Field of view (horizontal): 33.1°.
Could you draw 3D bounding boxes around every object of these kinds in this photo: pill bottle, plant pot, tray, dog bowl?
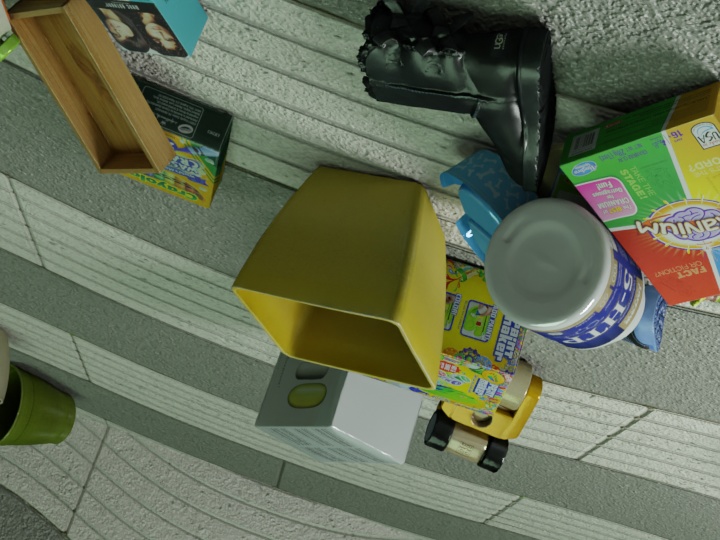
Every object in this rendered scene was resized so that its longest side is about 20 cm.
[{"bbox_3d":[0.206,0.012,1.161,0.118,0.122,0.199,7,173,29],"label":"pill bottle"},{"bbox_3d":[0.000,0.000,1.371,0.197,0.179,0.200,11,157,21],"label":"plant pot"},{"bbox_3d":[-0.277,-0.191,1.255,0.098,0.037,0.202,4,133,38],"label":"tray"},{"bbox_3d":[0.145,-0.051,1.243,0.111,0.050,0.200,43,171,29],"label":"dog bowl"},{"bbox_3d":[-0.818,0.349,3.004,0.198,0.204,0.192,0,164,42],"label":"plant pot"}]

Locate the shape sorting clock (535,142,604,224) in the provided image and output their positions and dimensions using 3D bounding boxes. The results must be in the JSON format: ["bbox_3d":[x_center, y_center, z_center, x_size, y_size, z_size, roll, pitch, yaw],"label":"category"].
[{"bbox_3d":[0.252,-0.067,1.170,0.197,0.040,0.200,18,161,6],"label":"shape sorting clock"}]

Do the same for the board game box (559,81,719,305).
[{"bbox_3d":[0.291,-0.060,1.063,0.152,0.041,0.200,-17,129,41],"label":"board game box"}]

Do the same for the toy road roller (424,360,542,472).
[{"bbox_3d":[0.179,0.183,1.795,0.121,0.147,0.202,21,122,-5],"label":"toy road roller"}]

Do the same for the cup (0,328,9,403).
[{"bbox_3d":[-0.849,0.187,2.656,0.197,0.145,0.201,17,159,7],"label":"cup"}]

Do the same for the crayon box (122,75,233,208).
[{"bbox_3d":[-0.219,-0.138,1.403,0.124,0.052,0.200,21,160,-3],"label":"crayon box"}]

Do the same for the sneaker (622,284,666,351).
[{"bbox_3d":[0.293,0.049,1.328,0.077,0.071,0.200,9,175,15],"label":"sneaker"}]

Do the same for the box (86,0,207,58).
[{"bbox_3d":[-0.214,-0.269,1.071,0.081,0.050,0.200,11,157,23],"label":"box"}]

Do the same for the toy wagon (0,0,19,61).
[{"bbox_3d":[-0.404,-0.274,1.201,0.155,0.040,0.199,48,149,-20],"label":"toy wagon"}]

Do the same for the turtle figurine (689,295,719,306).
[{"bbox_3d":[0.433,0.044,1.251,0.160,0.065,0.200,31,167,-8],"label":"turtle figurine"}]

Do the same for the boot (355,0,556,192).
[{"bbox_3d":[0.086,-0.152,1.061,0.160,0.074,0.199,10,151,17],"label":"boot"}]

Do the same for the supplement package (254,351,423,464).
[{"bbox_3d":[-0.022,0.170,1.795,0.146,0.194,0.199,31,156,-31],"label":"supplement package"}]

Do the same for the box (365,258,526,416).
[{"bbox_3d":[0.108,0.078,1.551,0.190,0.124,0.200,16,159,5],"label":"box"}]
